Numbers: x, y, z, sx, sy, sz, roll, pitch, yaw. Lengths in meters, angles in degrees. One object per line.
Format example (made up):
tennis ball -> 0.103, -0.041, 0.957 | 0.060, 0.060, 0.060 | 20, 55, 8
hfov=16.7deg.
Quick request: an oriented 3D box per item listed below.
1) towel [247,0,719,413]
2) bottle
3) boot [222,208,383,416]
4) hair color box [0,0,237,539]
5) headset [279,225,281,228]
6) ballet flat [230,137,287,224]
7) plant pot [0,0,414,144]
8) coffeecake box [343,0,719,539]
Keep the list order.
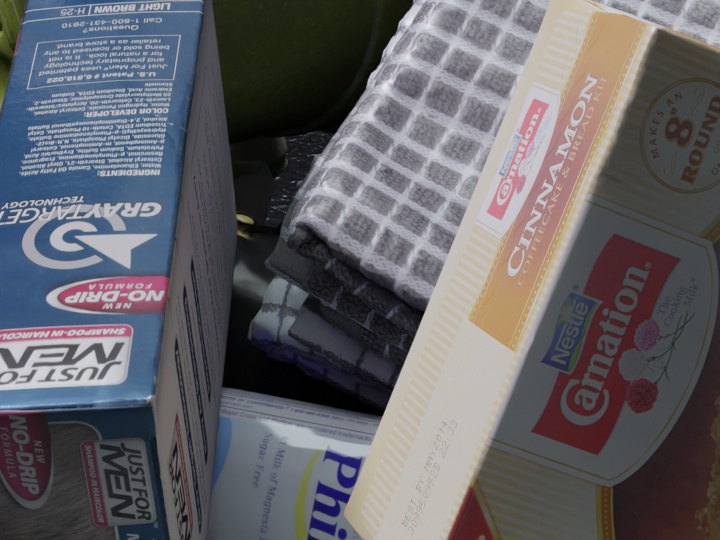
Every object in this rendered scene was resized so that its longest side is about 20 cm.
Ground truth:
towel -> 0.084, -0.015, 0.776 | 0.199, 0.166, 0.086 | 28, -21, 7
bottle -> 0.015, 0.088, 0.747 | 0.199, 0.084, 0.065 | 10, 1, 16
boot -> 0.000, 0.000, 0.849 | 0.150, 0.201, 0.073 | 19, -20, 2
hair color box -> -0.074, 0.010, 0.705 | 0.060, 0.100, 0.200 | -3, 38, 3
headset -> 0.033, -0.002, 0.980 | 0.199, 0.124, 0.094 | -4, 36, -38
ballet flat -> -0.067, -0.034, 0.982 | 0.072, 0.068, 0.200 | -17, 26, 14
plant pot -> -0.087, -0.112, 0.871 | 0.199, 0.201, 0.190 | 11, 29, 44
coffeecake box -> 0.119, 0.035, 0.651 | 0.199, 0.154, 0.073 | 20, 6, -20
